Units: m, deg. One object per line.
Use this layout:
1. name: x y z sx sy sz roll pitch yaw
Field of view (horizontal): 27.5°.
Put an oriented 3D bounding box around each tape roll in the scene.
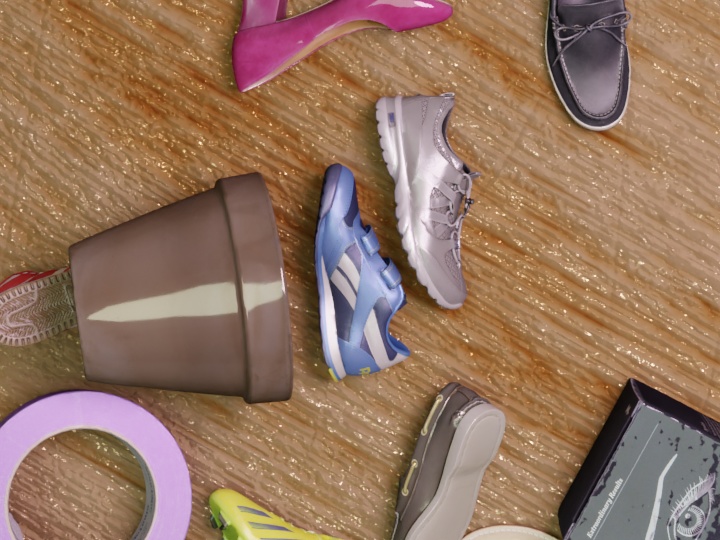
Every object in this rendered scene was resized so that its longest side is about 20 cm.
1. tape roll: -0.258 0.210 1.350 0.199 0.066 0.201 1 86 -17

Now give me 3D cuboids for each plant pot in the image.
1. plant pot: -0.158 0.024 1.265 0.173 0.200 0.201 -7 97 -10

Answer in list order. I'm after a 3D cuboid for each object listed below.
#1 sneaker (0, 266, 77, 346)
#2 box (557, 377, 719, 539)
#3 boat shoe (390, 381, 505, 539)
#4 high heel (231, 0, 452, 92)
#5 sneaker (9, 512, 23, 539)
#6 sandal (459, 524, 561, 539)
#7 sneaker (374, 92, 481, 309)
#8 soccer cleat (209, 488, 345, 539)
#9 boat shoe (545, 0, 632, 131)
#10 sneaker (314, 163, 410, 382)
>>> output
1. sneaker: -0.259 0.023 1.368 0.199 0.112 0.072 -14 95 -24
2. box: 0.298 0.210 1.317 0.199 0.104 0.148 29 99 1
3. boat shoe: 0.069 0.199 1.358 0.060 0.072 0.202 39 117 39
4. high heel: -0.018 -0.203 1.304 0.199 0.067 0.096 4 88 10
5. sneaker: -0.413 0.243 1.402 0.115 0.075 0.200 -43 88 10
6. sandal: 0.187 0.297 1.355 0.211 0.070 0.078 20 99 2
7. sneaker: 0.071 -0.064 1.314 0.082 0.075 0.201 -13 96 8
8. soccer cleat: -0.059 0.270 1.388 0.200 0.065 0.084 44 69 3
9. boat shoe: 0.199 -0.222 1.290 0.074 0.062 0.201 -5 98 4
10. sneaker: 0.000 0.000 1.334 0.082 0.074 0.201 -4 104 4
